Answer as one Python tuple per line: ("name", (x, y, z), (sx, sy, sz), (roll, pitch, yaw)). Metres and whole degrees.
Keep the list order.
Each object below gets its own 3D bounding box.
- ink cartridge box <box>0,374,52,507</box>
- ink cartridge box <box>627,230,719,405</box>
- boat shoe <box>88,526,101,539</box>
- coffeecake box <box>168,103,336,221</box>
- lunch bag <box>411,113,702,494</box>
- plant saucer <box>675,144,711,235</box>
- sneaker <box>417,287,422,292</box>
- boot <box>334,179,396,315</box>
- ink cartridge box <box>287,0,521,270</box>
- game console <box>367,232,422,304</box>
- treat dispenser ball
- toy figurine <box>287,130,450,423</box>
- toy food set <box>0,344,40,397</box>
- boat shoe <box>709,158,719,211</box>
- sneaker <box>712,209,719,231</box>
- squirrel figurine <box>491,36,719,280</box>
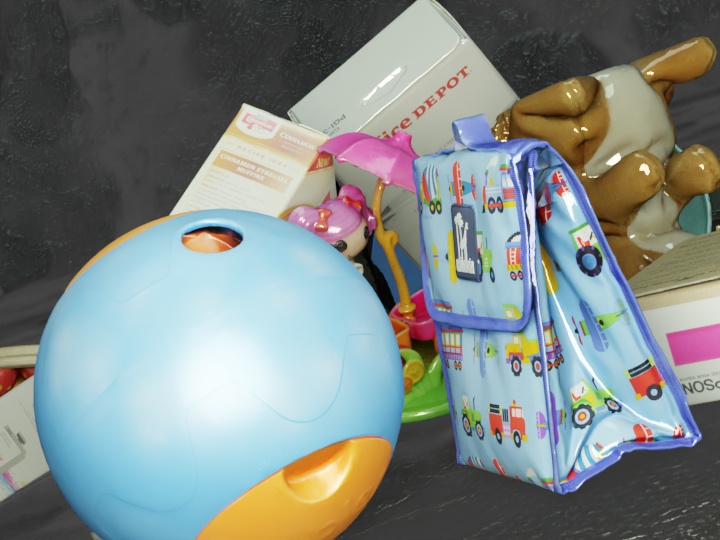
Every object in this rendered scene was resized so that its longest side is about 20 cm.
("ink cartridge box", (-0.243, 0.122, 1.571), (0.200, 0.068, 0.116), (-32, -2, 29))
("ink cartridge box", (0.263, 0.014, 1.256), (0.200, 0.075, 0.165), (-12, 9, 31))
("boat shoe", (-0.079, 0.112, 1.326), (0.200, 0.072, 0.072), (-20, 7, -22))
("coffeecake box", (-0.092, 0.012, 1.475), (0.073, 0.154, 0.200), (22, 62, 17))
("lunch bag", (0.093, 0.009, 1.179), (0.094, 0.200, 0.151), (-19, 6, -17))
("plant saucer", (0.160, -0.024, 1.569), (0.200, 0.200, 0.036), (-17, -34, 4))
("sneaker", (0.128, 0.007, 1.629), (0.200, 0.070, 0.076), (-36, 25, 14))
("boot", (-0.055, 0.016, 1.635), (0.138, 0.200, 0.077), (-21, 31, 5))
("ink cartridge box", (0.062, -0.094, 1.648), (0.146, 0.200, 0.083), (-40, 41, 4))
("game console", (-0.001, 0.010, 1.818), (0.119, 0.173, 0.200), (10, -7, -29))
("treat dispenser ball", (-0.076, 0.066, 1.151), (0.201, 0.201, 0.201), (-17, 6, 2))
("toy figurine", (0.000, 0.000, 1.440), (0.200, 0.184, 0.150), (-26, 26, -30))
("toy food set", (-0.244, 0.101, 1.717), (0.200, 0.049, 0.198), (4, -16, -23))
("boat shoe", (0.348, -0.071, 1.777), (0.065, 0.075, 0.202), (6, -17, -37))
("sneaker", (0.336, -0.076, 1.675), (0.200, 0.106, 0.075), (-12, 9, 40))
("squirrel figurine", (0.169, -0.039, 1.477), (0.141, 0.187, 0.200), (-20, 0, -40))
